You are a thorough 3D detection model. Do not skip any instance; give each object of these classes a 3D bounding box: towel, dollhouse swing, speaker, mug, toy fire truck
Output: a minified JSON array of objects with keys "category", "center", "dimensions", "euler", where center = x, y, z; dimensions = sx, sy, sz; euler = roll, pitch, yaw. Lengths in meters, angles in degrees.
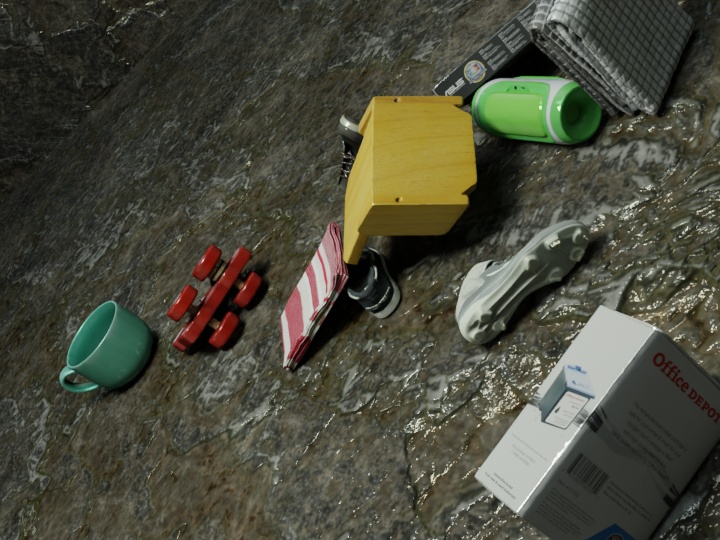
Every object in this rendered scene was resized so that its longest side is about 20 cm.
[{"category":"towel","center":[0.315,-0.309,1.232],"dimensions":[0.085,0.200,0.166],"euler":[-6,53,57]},{"category":"towel","center":[-0.077,0.040,1.504],"dimensions":[0.200,0.023,0.144],"euler":[-60,23,28]},{"category":"dollhouse swing","center":[0.065,-0.115,1.396],"dimensions":[0.181,0.176,0.201],"euler":[0,53,1]},{"category":"speaker","center":[0.239,-0.222,1.354],"dimensions":[0.089,0.088,0.200],"euler":[-56,30,-8]},{"category":"mug","center":[-0.490,0.158,1.919],"dimensions":[0.185,0.114,0.152],"euler":[-27,38,37]},{"category":"toy fire truck","center":[-0.266,0.050,1.750],"dimensions":[0.200,0.112,0.168],"euler":[-60,12,-17]}]

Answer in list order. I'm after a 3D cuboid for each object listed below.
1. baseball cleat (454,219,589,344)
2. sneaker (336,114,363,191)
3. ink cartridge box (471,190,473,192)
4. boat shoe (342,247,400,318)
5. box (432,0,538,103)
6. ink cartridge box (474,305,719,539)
[{"category":"baseball cleat","center":[0.187,-0.002,1.200],"dimensions":[0.200,0.070,0.107],"euler":[-43,31,13]},{"category":"sneaker","center":[-0.005,-0.179,1.588],"dimensions":[0.075,0.200,0.106],"euler":[34,93,18]},{"category":"ink cartridge box","center":[0.097,-0.138,1.467],"dimensions":[0.115,0.068,0.200],"euler":[-39,38,22]},{"category":"boat shoe","center":[0.000,0.000,1.465],"dimensions":[0.076,0.060,0.200],"euler":[-50,29,2]},{"category":"box","center":[0.210,-0.325,1.475],"dimensions":[0.200,0.044,0.160],"euler":[-40,0,21]},{"category":"ink cartridge box","center":[0.226,0.157,0.891],"dimensions":[0.200,0.146,0.086],"euler":[-53,28,-4]}]
